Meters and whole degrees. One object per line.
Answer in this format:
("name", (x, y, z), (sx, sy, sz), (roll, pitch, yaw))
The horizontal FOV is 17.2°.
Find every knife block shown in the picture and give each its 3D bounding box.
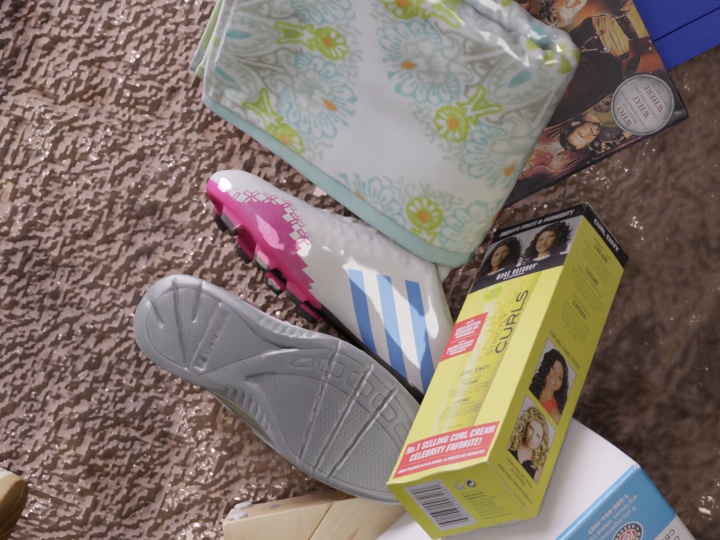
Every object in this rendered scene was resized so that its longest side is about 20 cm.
("knife block", (-0.015, 0.217, 1.377), (0.199, 0.064, 0.176), (-12, 92, 2))

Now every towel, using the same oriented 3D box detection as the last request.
("towel", (0.006, -0.110, 1.314), (0.200, 0.171, 0.048), (33, 49, 7))

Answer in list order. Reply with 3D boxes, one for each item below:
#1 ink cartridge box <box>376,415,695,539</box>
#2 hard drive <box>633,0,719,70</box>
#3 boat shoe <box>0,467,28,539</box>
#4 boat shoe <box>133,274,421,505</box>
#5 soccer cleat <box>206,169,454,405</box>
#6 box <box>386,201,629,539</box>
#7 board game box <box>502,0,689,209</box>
("ink cartridge box", (0.130, 0.194, 1.311), (0.129, 0.125, 0.200), (-43, 118, -7))
("hard drive", (0.183, -0.230, 1.349), (0.132, 0.025, 0.201), (-26, 91, 34))
("boat shoe", (-0.273, 0.190, 1.395), (0.069, 0.074, 0.200), (34, 92, 12))
("boat shoe", (-0.037, 0.068, 1.348), (0.202, 0.065, 0.075), (27, 87, 21))
("soccer cleat", (0.000, 0.000, 1.379), (0.200, 0.070, 0.086), (45, 83, -5))
("box", (0.083, 0.053, 1.304), (0.075, 0.200, 0.050), (-17, 125, 39))
("board game box", (0.083, -0.145, 1.344), (0.135, 0.035, 0.200), (-26, 110, 10))
